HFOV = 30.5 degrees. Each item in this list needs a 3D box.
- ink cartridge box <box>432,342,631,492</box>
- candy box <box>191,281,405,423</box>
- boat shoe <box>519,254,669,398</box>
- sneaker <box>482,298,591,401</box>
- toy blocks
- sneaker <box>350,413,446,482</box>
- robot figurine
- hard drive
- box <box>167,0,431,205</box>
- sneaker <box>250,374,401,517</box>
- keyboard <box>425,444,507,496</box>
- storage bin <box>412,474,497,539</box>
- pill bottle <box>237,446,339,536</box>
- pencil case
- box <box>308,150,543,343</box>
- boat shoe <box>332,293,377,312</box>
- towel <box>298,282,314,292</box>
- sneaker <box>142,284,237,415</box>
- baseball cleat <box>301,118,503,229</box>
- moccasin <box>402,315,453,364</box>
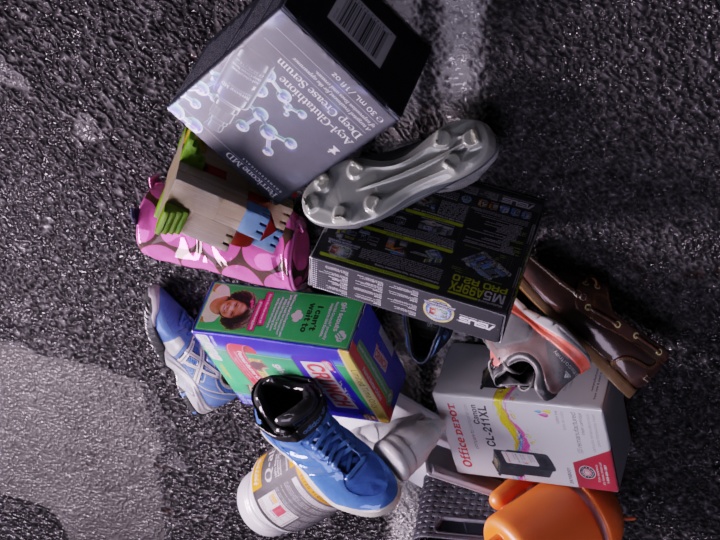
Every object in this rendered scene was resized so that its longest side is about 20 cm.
[{"bbox_3d":[0.196,0.166,1.502,0.197,0.083,0.147,3,135,25],"label":"ink cartridge box"},{"bbox_3d":[-0.066,0.095,1.506,0.197,0.078,0.170,4,147,23],"label":"candy box"},{"bbox_3d":[0.233,0.040,1.368,0.200,0.070,0.070,43,101,-9],"label":"boat shoe"},{"bbox_3d":[0.152,0.076,1.374,0.077,0.082,0.200,46,171,-30],"label":"sneaker"},{"bbox_3d":[-0.130,-0.071,1.349,0.135,0.201,0.101,23,110,-12],"label":"toy blocks"},{"bbox_3d":[0.047,0.201,1.546,0.076,0.088,0.200,56,163,-6],"label":"sneaker"},{"bbox_3d":[0.223,0.307,1.529,0.143,0.199,0.118,24,138,57],"label":"robot figurine"},{"bbox_3d":[0.059,0.210,1.642,0.199,0.027,0.132,32,140,-19],"label":"hard drive"},{"bbox_3d":[-0.060,-0.180,1.248,0.148,0.108,0.199,40,138,-18],"label":"box"},{"bbox_3d":[-0.043,0.188,1.453,0.199,0.077,0.112,37,161,26],"label":"sneaker"},{"bbox_3d":[0.163,0.254,1.596,0.198,0.057,0.011,21,118,-19],"label":"keyboard"},{"bbox_3d":[0.150,0.350,1.690,0.133,0.095,0.201,2,141,16],"label":"storage bin"},{"bbox_3d":[-0.076,0.275,1.732,0.116,0.117,0.200,37,138,-14],"label":"pill bottle"},{"bbox_3d":[-0.150,-0.042,1.463,0.197,0.091,0.095,13,103,12],"label":"pencil case"},{"bbox_3d":[0.067,-0.027,1.304,0.197,0.161,0.045,16,140,10],"label":"box"},{"bbox_3d":[0.000,0.000,1.443,0.073,0.061,0.201,21,140,2],"label":"boat shoe"},{"bbox_3d":[-0.065,0.100,1.615,0.148,0.031,0.201,-11,130,38],"label":"towel"},{"bbox_3d":[-0.210,0.091,1.655,0.076,0.076,0.201,-18,127,12],"label":"sneaker"},{"bbox_3d":[0.045,-0.084,1.280,0.198,0.071,0.106,-18,167,17],"label":"baseball cleat"},{"bbox_3d":[0.079,0.023,1.421,0.079,0.069,0.202,9,137,18],"label":"moccasin"}]
